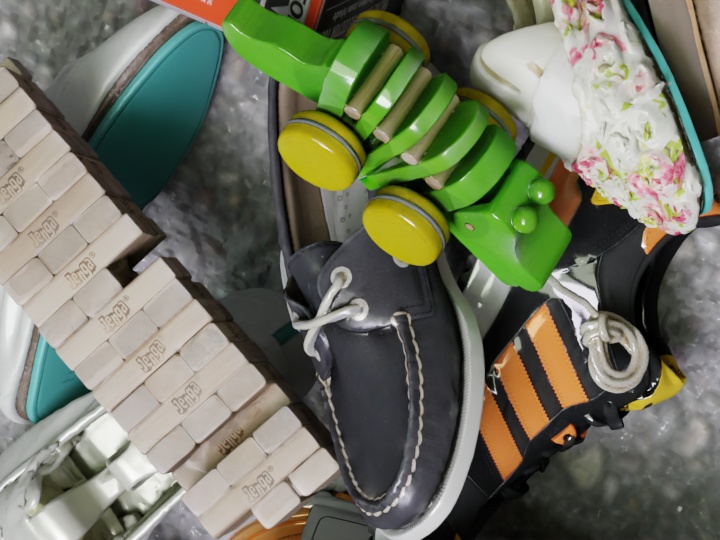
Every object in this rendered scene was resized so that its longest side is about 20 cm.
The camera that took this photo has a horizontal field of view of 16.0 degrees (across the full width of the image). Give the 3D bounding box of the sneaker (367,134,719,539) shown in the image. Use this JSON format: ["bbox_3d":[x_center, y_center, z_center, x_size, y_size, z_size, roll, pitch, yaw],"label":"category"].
[{"bbox_3d":[0.071,0.045,0.955,0.090,0.070,0.201,23,101,11],"label":"sneaker"}]

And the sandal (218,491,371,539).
[{"bbox_3d":[0.025,0.144,1.022,0.206,0.059,0.080,11,110,20],"label":"sandal"}]

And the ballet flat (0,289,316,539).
[{"bbox_3d":[-0.100,0.081,1.018,0.200,0.069,0.070,-40,88,12],"label":"ballet flat"}]

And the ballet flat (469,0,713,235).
[{"bbox_3d":[0.060,-0.097,0.906,0.064,0.076,0.201,-18,74,-11],"label":"ballet flat"}]

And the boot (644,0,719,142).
[{"bbox_3d":[0.125,-0.149,0.895,0.075,0.074,0.201,-14,106,8],"label":"boot"}]

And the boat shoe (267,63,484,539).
[{"bbox_3d":[0.000,0.000,0.925,0.074,0.060,0.201,-29,53,42],"label":"boat shoe"}]

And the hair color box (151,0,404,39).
[{"bbox_3d":[-0.081,-0.149,0.953,0.199,0.101,0.062,24,114,13],"label":"hair color box"}]

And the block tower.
[{"bbox_3d":[-0.088,0.012,0.947,0.054,0.058,0.200,-41,85,3],"label":"block tower"}]

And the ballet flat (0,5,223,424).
[{"bbox_3d":[-0.118,-0.031,1.032,0.069,0.069,0.201,29,116,12],"label":"ballet flat"}]

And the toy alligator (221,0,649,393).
[{"bbox_3d":[0.038,-0.030,0.877,0.200,0.059,0.054,41,154,-13],"label":"toy alligator"}]
